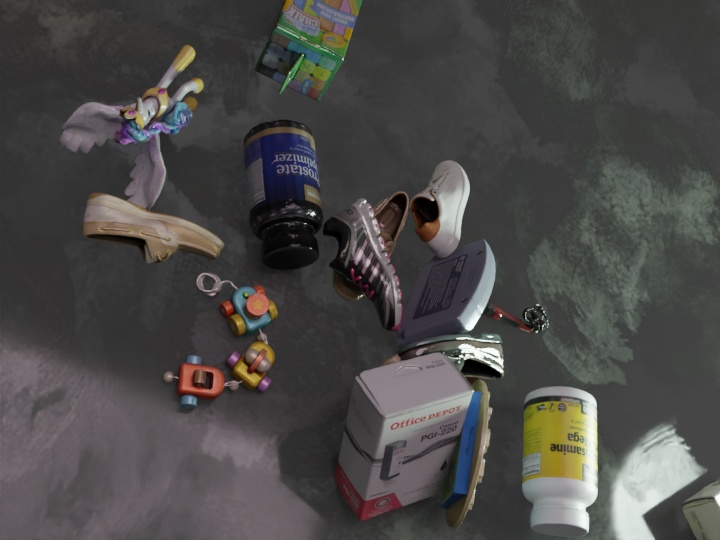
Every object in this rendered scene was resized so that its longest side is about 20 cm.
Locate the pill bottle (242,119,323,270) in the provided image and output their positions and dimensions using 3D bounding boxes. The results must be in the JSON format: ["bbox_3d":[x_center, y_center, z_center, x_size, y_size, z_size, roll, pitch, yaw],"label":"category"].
[{"bbox_3d":[-0.113,-0.110,1.330,0.110,0.112,0.203,2,67,-24],"label":"pill bottle"}]

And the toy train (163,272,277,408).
[{"bbox_3d":[-0.184,0.095,1.239,0.148,0.056,0.203,16,63,-18],"label":"toy train"}]

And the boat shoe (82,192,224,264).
[{"bbox_3d":[-0.290,-0.043,1.249,0.197,0.074,0.070,18,73,-16],"label":"boat shoe"}]

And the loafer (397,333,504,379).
[{"bbox_3d":[0.138,0.127,1.266,0.198,0.072,0.064,0,67,-42],"label":"loafer"}]

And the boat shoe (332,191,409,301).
[{"bbox_3d":[0.017,-0.043,1.388,0.071,0.065,0.202,32,59,-8],"label":"boat shoe"}]

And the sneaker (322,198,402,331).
[{"bbox_3d":[0.000,0.000,1.310,0.086,0.074,0.203,-18,81,-12],"label":"sneaker"}]

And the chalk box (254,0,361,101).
[{"bbox_3d":[-0.086,-0.372,1.452,0.122,0.124,0.203,22,61,-14],"label":"chalk box"}]

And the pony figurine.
[{"bbox_3d":[-0.306,-0.206,1.257,0.166,0.193,0.201,40,38,-7],"label":"pony figurine"}]

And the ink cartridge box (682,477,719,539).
[{"bbox_3d":[0.642,0.401,1.461,0.198,0.085,0.147,-20,77,-29],"label":"ink cartridge box"}]

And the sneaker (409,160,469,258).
[{"bbox_3d":[0.124,-0.120,1.441,0.084,0.072,0.202,38,39,-29],"label":"sneaker"}]

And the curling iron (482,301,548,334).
[{"bbox_3d":[0.218,0.056,1.457,0.197,0.026,0.050,19,98,-12],"label":"curling iron"}]

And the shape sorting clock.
[{"bbox_3d":[0.148,0.252,1.239,0.039,0.201,0.203,11,61,2],"label":"shape sorting clock"}]

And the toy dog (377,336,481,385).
[{"bbox_3d":[0.119,0.139,1.335,0.132,0.096,0.200,44,58,-1],"label":"toy dog"}]

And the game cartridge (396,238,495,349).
[{"bbox_3d":[0.134,0.033,1.341,0.041,0.132,0.201,52,36,-20],"label":"game cartridge"}]

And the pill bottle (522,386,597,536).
[{"bbox_3d":[0.299,0.287,1.344,0.111,0.112,0.203,15,62,-18],"label":"pill bottle"}]

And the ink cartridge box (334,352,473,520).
[{"bbox_3d":[0.055,0.222,1.201,0.144,0.203,0.085,-11,39,-28],"label":"ink cartridge box"}]
